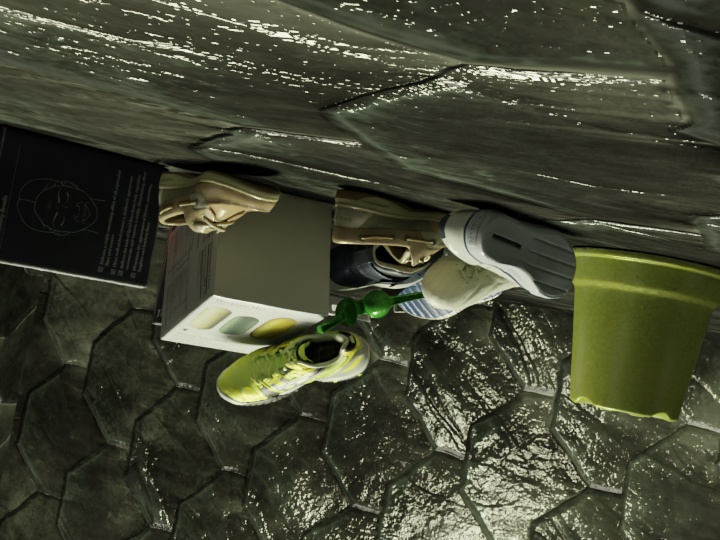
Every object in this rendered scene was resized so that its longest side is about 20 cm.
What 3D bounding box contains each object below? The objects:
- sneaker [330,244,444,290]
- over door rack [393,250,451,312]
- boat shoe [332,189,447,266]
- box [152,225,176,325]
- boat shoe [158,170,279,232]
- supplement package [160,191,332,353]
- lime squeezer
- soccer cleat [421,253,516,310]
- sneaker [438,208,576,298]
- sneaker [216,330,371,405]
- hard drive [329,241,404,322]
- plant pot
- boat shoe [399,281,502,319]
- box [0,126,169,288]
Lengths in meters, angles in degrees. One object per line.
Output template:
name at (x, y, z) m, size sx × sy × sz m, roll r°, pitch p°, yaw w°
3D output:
sneaker at (0.064, -0.024, 1.282) m, size 0.202 × 0.077 × 0.146 m, roll -13°, pitch 174°, yaw -39°
over door rack at (0.118, 0.009, 1.565) m, size 0.199 × 0.067 × 0.148 m, roll -16°, pitch 169°, yaw 19°
boat shoe at (0.051, -0.039, 1.123) m, size 0.200 × 0.065 × 0.072 m, roll 13°, pitch 177°, yaw -38°
box at (-0.233, -0.005, 1.549) m, size 0.132 × 0.201 × 0.115 m, roll 11°, pitch 176°, yaw -4°
boat shoe at (-0.162, -0.072, 1.121) m, size 0.072 × 0.065 × 0.200 m, roll 13°, pitch 177°, yaw -43°
supplement package at (-0.147, 0.004, 1.278) m, size 0.151 × 0.151 × 0.200 m, roll 12°, pitch 156°, yaw -25°
lime squeezer at (0.014, 0.044, 1.277) m, size 0.199 × 0.038 × 0.071 m, roll -15°, pitch 172°, yaw -33°
soccer cleat at (0.159, 0.000, 1.250) m, size 0.200 × 0.070 × 0.078 m, roll -13°, pitch 169°, yaw -38°
sneaker at (0.159, -0.025, 1.068) m, size 0.071 × 0.073 × 0.200 m, roll 21°, pitch 176°, yaw 43°
sneaker at (-0.090, 0.112, 1.266) m, size 0.199 × 0.076 × 0.076 m, roll -19°, pitch 154°, yaw 5°
hard drive at (0.000, 0.000, 1.419) m, size 0.139 × 0.038 × 0.200 m, roll 11°, pitch -150°, yaw 27°
plant pot at (0.333, 0.081, 1.229) m, size 0.200 × 0.185 × 0.200 m, roll 11°, pitch 178°, yaw 0°
boat shoe at (0.135, 0.016, 1.439) m, size 0.200 × 0.072 × 0.072 m, roll -14°, pitch 121°, yaw 43°
box at (-0.347, -0.070, 1.189) m, size 0.199 × 0.149 × 0.107 m, roll 13°, pitch 176°, yaw -34°
